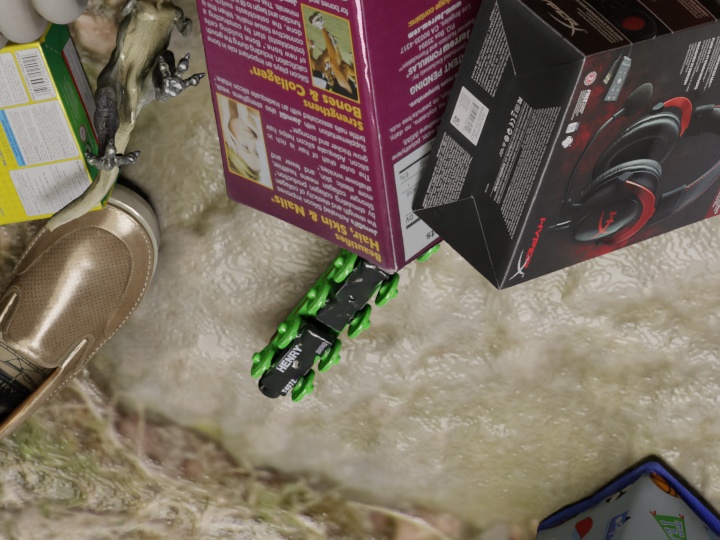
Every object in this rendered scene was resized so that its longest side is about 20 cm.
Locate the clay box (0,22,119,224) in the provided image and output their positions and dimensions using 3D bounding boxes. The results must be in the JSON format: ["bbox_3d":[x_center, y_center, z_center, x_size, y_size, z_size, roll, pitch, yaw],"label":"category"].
[{"bbox_3d":[-0.251,-0.079,1.626,0.199,0.048,0.115,-7,123,18],"label":"clay box"}]

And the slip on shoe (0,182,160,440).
[{"bbox_3d":[-0.186,0.030,1.680,0.076,0.061,0.200,36,124,-13],"label":"slip on shoe"}]

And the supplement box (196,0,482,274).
[{"bbox_3d":[-0.005,-0.121,1.476,0.131,0.103,0.200,24,135,37],"label":"supplement box"}]

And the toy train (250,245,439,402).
[{"bbox_3d":[0.000,0.000,1.619,0.042,0.056,0.200,31,125,-15],"label":"toy train"}]

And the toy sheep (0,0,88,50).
[{"bbox_3d":[-0.202,-0.179,1.498,0.199,0.138,0.138,-6,123,10],"label":"toy sheep"}]

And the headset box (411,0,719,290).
[{"bbox_3d":[0.138,-0.089,1.455,0.075,0.200,0.149,43,132,30],"label":"headset box"}]

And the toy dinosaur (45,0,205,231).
[{"bbox_3d":[-0.124,-0.096,1.535,0.047,0.088,0.200,15,107,-20],"label":"toy dinosaur"}]

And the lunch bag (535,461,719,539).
[{"bbox_3d":[0.194,0.243,1.676,0.124,0.170,0.200,-32,111,35],"label":"lunch bag"}]
